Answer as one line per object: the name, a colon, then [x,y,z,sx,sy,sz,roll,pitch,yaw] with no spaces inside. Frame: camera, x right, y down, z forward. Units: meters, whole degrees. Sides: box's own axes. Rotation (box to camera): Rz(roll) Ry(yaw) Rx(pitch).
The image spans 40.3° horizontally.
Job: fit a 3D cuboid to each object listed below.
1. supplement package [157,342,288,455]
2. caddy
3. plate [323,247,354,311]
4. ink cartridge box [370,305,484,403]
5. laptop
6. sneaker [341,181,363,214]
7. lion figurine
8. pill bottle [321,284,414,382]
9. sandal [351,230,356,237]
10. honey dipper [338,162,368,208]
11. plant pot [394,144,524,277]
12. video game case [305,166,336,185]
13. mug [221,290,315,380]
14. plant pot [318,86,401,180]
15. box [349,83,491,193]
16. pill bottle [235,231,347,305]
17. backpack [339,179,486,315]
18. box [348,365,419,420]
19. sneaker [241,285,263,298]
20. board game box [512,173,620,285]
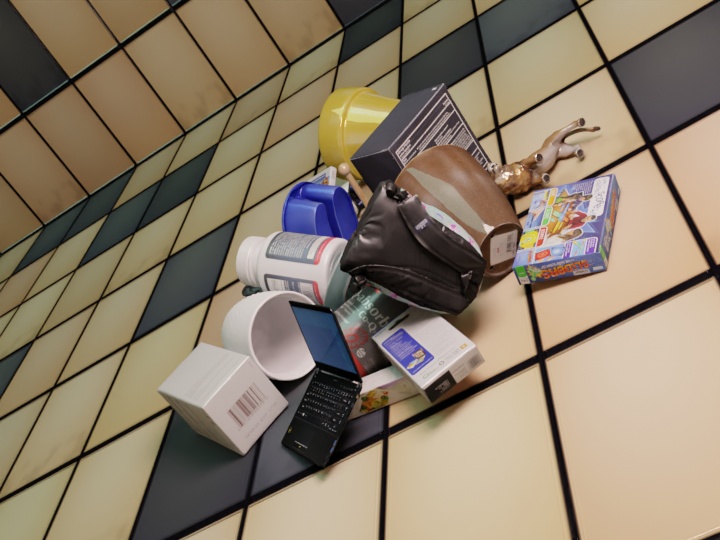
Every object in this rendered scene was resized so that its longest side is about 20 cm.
supplement package: [-0.234,0.212,1.649,0.117,0.118,0.199,-48,26,-21]
caddy: [-0.079,-0.071,1.865,0.104,0.203,0.141,3,33,36]
plate: [0.000,0.000,1.688,0.025,0.201,0.201,29,59,18]
ink cartridge box: [0.090,0.110,1.384,0.094,0.037,0.200,-37,27,-6]
laptop: [-0.079,0.162,1.448,0.202,0.102,0.177,-64,22,-9]
sneaker: [-0.055,-0.138,2.107,0.115,0.081,0.199,-39,30,-15]
lion figurine: [0.315,-0.194,1.705,0.198,0.073,0.122,-30,7,-20]
pill bottle: [0.036,0.074,1.525,0.199,0.116,0.116,-40,24,-8]
sandal: [0.024,-0.002,1.619,0.054,0.200,0.082,-39,67,0]
honey dipper: [0.017,-0.114,1.790,0.038,0.201,0.038,-29,23,14]
plant pot: [0.171,-0.077,1.569,0.186,0.188,0.200,-39,40,-7]
video game case: [-0.105,-0.100,2.030,0.142,0.018,0.203,-25,53,47]
mug: [-0.143,0.106,1.714,0.197,0.150,0.174,-14,5,-31]
plant pot: [0.037,-0.297,2.134,0.187,0.203,0.202,6,45,37]
box: [0.117,-0.198,1.810,0.122,0.200,0.201,-5,38,50]
pill bottle: [-0.118,-0.007,1.756,0.197,0.121,0.120,8,45,28]
backpack: [0.087,-0.027,1.416,0.169,0.198,0.127,-61,8,19]
box: [0.053,0.164,1.432,0.198,0.039,0.042,-25,27,26]
sneaker: [-0.176,0.054,1.919,0.113,0.076,0.201,-31,18,15]
board game box: [0.311,-0.064,1.470,0.133,0.035,0.201,-11,33,30]
